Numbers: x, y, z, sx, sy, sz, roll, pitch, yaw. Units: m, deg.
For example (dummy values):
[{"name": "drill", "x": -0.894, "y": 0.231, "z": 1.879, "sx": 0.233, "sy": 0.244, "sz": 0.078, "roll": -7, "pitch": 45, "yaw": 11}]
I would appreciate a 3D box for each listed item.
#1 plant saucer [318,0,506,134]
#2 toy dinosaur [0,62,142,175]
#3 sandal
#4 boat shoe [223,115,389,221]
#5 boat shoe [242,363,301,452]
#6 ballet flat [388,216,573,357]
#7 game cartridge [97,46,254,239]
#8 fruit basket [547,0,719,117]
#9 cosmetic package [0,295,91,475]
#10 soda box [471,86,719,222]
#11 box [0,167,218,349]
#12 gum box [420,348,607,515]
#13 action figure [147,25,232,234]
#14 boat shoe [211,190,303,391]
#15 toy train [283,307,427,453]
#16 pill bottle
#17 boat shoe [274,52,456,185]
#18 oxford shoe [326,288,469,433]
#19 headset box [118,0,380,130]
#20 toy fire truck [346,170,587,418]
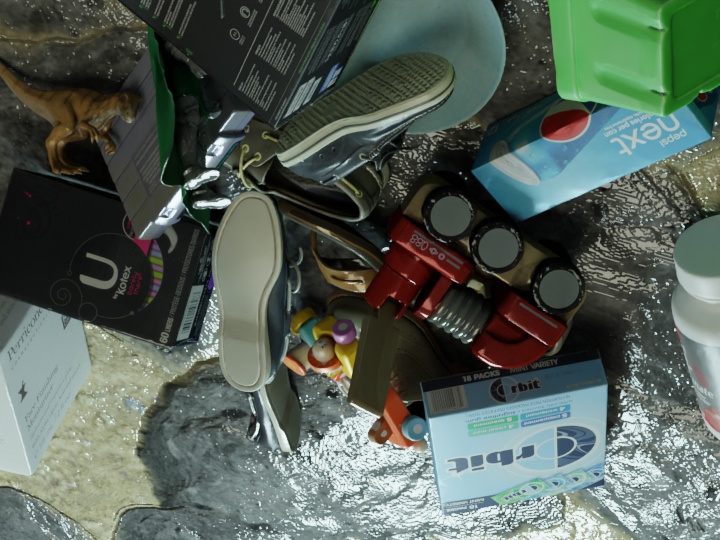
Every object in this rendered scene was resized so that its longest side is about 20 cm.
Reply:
[{"name": "plant saucer", "x": 0.026, "y": -0.202, "z": 1.300, "sx": 0.200, "sy": 0.039, "sz": 0.201, "roll": 12, "pitch": 136, "yaw": 11}, {"name": "toy dinosaur", "x": -0.273, "y": -0.145, "z": 1.458, "sx": 0.200, "sy": 0.060, "sz": 0.107, "roll": 13, "pitch": 100, "yaw": 29}, {"name": "sandal", "x": 0.000, "y": 0.000, "z": 1.479, "sx": 0.200, "sy": 0.082, "sz": 0.055, "roll": 37, "pitch": 91, "yaw": -23}, {"name": "boat shoe", "x": -0.076, "y": -0.102, "z": 1.425, "sx": 0.201, "sy": 0.060, "sz": 0.072, "roll": 20, "pitch": 137, "yaw": 3}, {"name": "boat shoe", "x": -0.110, "y": 0.120, "z": 1.654, "sx": 0.063, "sy": 0.073, "sz": 0.200, "roll": 4, "pitch": 139, "yaw": 15}, {"name": "ballet flat", "x": 0.109, "y": 0.014, "z": 1.460, "sx": 0.200, "sy": 0.064, "sz": 0.067, "roll": 31, "pitch": 138, "yaw": -8}, {"name": "game cartridge", "x": -0.166, "y": -0.130, "z": 1.397, "sx": 0.200, "sy": 0.038, "sz": 0.130, "roll": -46, "pitch": 65, "yaw": 43}, {"name": "fruit basket", "x": 0.207, "y": -0.212, "z": 1.135, "sx": 0.215, "sy": 0.216, "sz": 0.156, "roll": 5, "pitch": 134, "yaw": 18}, {"name": "cosmetic package", "x": -0.402, "y": 0.080, "z": 1.668, "sx": 0.164, "sy": 0.165, "sz": 0.200, "roll": 11, "pitch": 137, "yaw": 12}, {"name": "soda box", "x": 0.191, "y": -0.114, "z": 1.299, "sx": 0.200, "sy": 0.064, "sz": 0.068, "roll": -25, "pitch": 120, "yaw": 38}, {"name": "box", "x": -0.243, "y": -0.012, "z": 1.518, "sx": 0.199, "sy": 0.106, "sz": 0.123, "roll": 17, "pitch": 92, "yaw": 7}, {"name": "gum box", "x": 0.151, "y": 0.160, "z": 1.531, "sx": 0.169, "sy": 0.045, "sz": 0.200, "roll": -11, "pitch": 145, "yaw": 0}, {"name": "action figure", "x": -0.144, "y": -0.144, "z": 1.287, "sx": 0.055, "sy": 0.200, "sz": 0.118, "roll": -14, "pitch": 151, "yaw": 0}, {"name": "boat shoe", "x": -0.095, "y": 0.016, "z": 1.511, "sx": 0.075, "sy": 0.062, "sz": 0.201, "roll": 7, "pitch": 110, "yaw": 24}, {"name": "toy train", "x": -0.016, "y": 0.112, "z": 1.536, "sx": 0.150, "sy": 0.056, "sz": 0.200, "roll": 61, "pitch": 163, "yaw": -20}, {"name": "pill bottle", "x": 0.332, "y": 0.052, "z": 1.369, "sx": 0.110, "sy": 0.111, "sz": 0.200, "roll": -3, "pitch": 131, "yaw": 26}, {"name": "boat shoe", "x": 0.012, "y": -0.122, "z": 1.306, "sx": 0.062, "sy": 0.075, "sz": 0.200, "roll": 40, "pitch": 140, "yaw": -25}, {"name": "oxford shoe", "x": 0.041, "y": 0.095, "z": 1.562, "sx": 0.200, "sy": 0.075, "sz": 0.070, "roll": 40, "pitch": 136, "yaw": -17}, {"name": "headset box", "x": -0.087, "y": -0.244, "z": 1.222, "sx": 0.200, "sy": 0.093, "sz": 0.174, "roll": 39, "pitch": 133, "yaw": 9}, {"name": "toy fire truck", "x": 0.079, "y": 0.040, "z": 1.380, "sx": 0.176, "sy": 0.129, "sz": 0.200, "roll": 33, "pitch": 101, "yaw": -9}]
